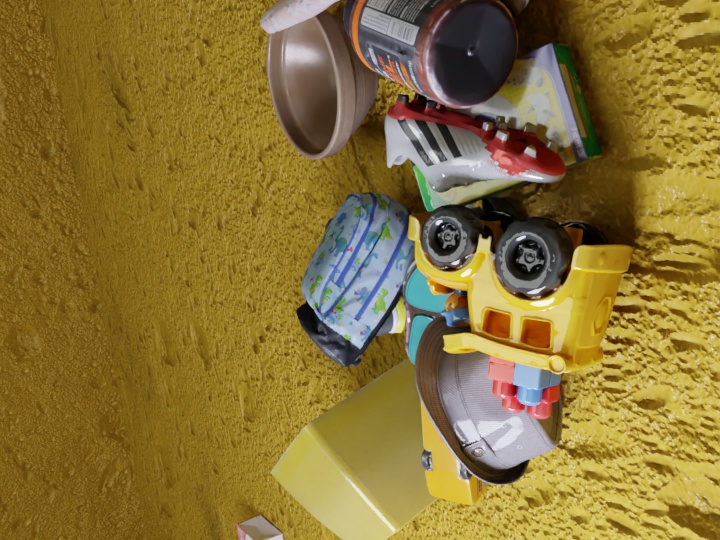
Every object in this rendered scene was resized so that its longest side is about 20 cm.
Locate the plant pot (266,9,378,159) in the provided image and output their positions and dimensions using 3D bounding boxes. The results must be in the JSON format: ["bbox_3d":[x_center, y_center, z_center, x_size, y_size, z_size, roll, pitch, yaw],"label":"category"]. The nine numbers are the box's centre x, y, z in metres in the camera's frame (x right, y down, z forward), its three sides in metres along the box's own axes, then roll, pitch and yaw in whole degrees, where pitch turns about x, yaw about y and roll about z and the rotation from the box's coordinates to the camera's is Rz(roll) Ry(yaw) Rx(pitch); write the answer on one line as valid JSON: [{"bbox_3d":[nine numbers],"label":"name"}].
[{"bbox_3d":[-0.040,-0.254,1.172,0.201,0.092,0.202,39,137,48],"label":"plant pot"}]

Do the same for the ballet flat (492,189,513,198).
[{"bbox_3d":[0.118,-0.170,0.964,0.072,0.071,0.201,-24,81,62],"label":"ballet flat"}]

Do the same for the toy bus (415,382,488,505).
[{"bbox_3d":[0.119,0.194,1.116,0.065,0.078,0.201,7,113,30],"label":"toy bus"}]

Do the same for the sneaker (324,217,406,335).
[{"bbox_3d":[-0.009,0.006,1.256,0.201,0.084,0.075,59,148,26],"label":"sneaker"}]

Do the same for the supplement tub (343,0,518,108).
[{"bbox_3d":[0.058,-0.233,0.873,0.200,0.106,0.108,42,139,53],"label":"supplement tub"}]

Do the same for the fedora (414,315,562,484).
[{"bbox_3d":[0.155,0.132,0.963,0.090,0.177,0.200,-23,109,35],"label":"fedora"}]

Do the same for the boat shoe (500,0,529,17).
[{"bbox_3d":[0.123,-0.302,0.895,0.075,0.075,0.202,-57,31,6],"label":"boat shoe"}]

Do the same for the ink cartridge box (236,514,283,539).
[{"bbox_3d":[-0.210,0.663,1.980,0.116,0.067,0.201,16,116,58],"label":"ink cartridge box"}]

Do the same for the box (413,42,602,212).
[{"bbox_3d":[0.127,-0.135,0.892,0.199,0.048,0.118,-19,87,37],"label":"box"}]

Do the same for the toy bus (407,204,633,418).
[{"bbox_3d":[0.141,0.039,0.859,0.199,0.135,0.193,14,99,34],"label":"toy bus"}]

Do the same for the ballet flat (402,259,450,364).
[{"bbox_3d":[0.090,0.036,1.105,0.069,0.071,0.201,14,135,14],"label":"ballet flat"}]

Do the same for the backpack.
[{"bbox_3d":[0.000,0.000,1.130,0.154,0.200,0.163,46,-179,-11],"label":"backpack"}]

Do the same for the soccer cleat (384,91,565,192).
[{"bbox_3d":[0.104,-0.108,0.850,0.199,0.068,0.086,26,120,32],"label":"soccer cleat"}]

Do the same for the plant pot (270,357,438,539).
[{"bbox_3d":[0.023,0.272,1.243,0.177,0.199,0.200,52,147,13],"label":"plant pot"}]

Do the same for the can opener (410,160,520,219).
[{"bbox_3d":[0.122,-0.086,1.020,0.200,0.066,0.054,-114,26,-44],"label":"can opener"}]

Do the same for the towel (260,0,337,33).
[{"bbox_3d":[-0.006,-0.340,0.981,0.032,0.191,0.200,51,158,-19],"label":"towel"}]
